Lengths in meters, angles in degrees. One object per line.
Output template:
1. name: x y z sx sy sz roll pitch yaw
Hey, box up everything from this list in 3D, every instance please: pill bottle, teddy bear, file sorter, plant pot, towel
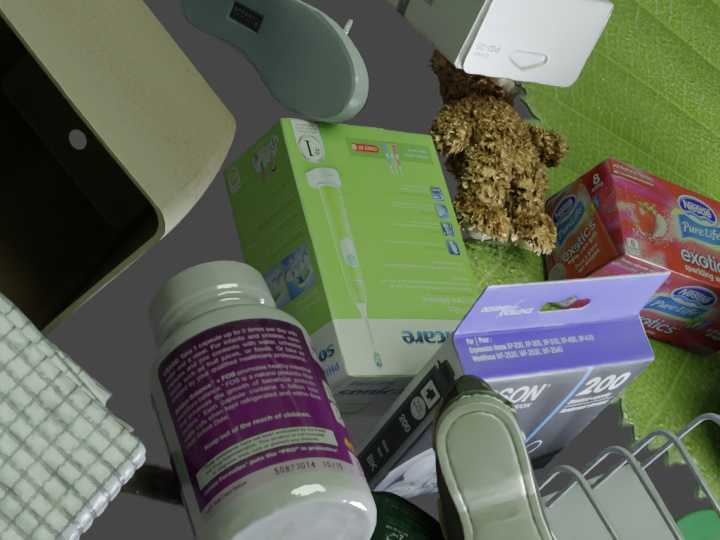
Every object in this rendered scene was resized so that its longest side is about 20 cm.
1. pill bottle: -0.070 0.093 1.029 0.112 0.112 0.200 10 42 -37
2. teddy bear: 0.115 -0.104 1.357 0.145 0.067 0.200 23 52 -18
3. file sorter: 0.184 0.200 1.145 0.200 0.125 0.139 -15 66 -33
4. plant pot: -0.196 -0.079 1.004 0.200 0.200 0.177 52 31 -2
5. towel: -0.239 0.092 0.892 0.200 0.086 0.166 43 64 -10

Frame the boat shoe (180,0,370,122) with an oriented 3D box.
1. boat shoe: -0.047 -0.166 1.223 0.202 0.075 0.086 36 16 37

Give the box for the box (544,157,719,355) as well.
1. box: 0.260 -0.009 1.408 0.200 0.095 0.100 18 52 -32

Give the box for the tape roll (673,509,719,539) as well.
1. tape roll: 0.286 0.289 1.276 0.200 0.048 0.201 21 53 -30

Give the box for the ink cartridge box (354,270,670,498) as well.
1. ink cartridge box: 0.111 0.082 1.145 0.198 0.200 0.043 -4 51 -42

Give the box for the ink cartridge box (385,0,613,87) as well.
1. ink cartridge box: 0.093 -0.246 1.368 0.146 0.083 0.200 2 35 -41

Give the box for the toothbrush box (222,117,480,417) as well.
1. toothbrush box: 0.000 0.000 1.185 0.146 0.086 0.200 2 62 -39

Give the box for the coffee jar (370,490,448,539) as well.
1. coffee jar: 0.004 0.247 1.027 0.104 0.085 0.200 40 42 -35

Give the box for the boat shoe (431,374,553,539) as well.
1. boat shoe: 0.087 0.164 1.049 0.060 0.072 0.202 -94 173 -69
